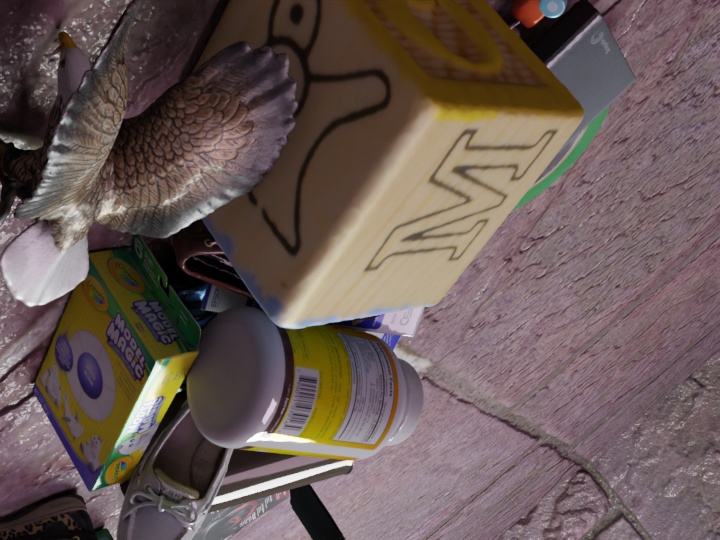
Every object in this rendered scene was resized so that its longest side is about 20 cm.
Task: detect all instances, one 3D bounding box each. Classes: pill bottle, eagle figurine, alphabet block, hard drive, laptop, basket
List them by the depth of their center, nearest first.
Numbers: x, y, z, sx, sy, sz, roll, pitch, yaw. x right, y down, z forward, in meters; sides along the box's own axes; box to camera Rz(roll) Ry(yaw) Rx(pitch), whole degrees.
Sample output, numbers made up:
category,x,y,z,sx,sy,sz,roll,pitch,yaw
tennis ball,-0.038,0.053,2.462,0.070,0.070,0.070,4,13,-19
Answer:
category,x,y,z,sx,sy,sz,roll,pitch,yaw
eagle figurine,-0.155,-0.077,0.670,0.152,0.198,0.153,59,43,-28
alphabet block,0.003,-0.102,0.790,0.195,0.196,0.201,-8,144,-50
pill bottle,-0.038,0.098,0.905,0.198,0.110,0.110,16,123,-46
hard drive,0.156,-0.141,1.006,0.200,0.033,0.139,-44,150,10
basket,-0.132,0.173,1.133,0.197,0.180,0.138,-18,117,-18
laptop,-0.033,0.241,1.313,0.178,0.102,0.202,94,16,-59

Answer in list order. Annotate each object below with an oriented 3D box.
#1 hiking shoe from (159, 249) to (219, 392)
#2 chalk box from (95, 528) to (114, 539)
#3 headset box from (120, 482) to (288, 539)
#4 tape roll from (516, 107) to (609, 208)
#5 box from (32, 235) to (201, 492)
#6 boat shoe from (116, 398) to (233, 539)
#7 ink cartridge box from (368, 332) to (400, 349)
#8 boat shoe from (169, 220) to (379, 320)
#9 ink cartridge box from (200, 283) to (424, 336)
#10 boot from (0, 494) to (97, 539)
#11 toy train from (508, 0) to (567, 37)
category,x,y,z,sx,sy,sz,roll,pitch,yaw
hiking shoe,-0.151,0.021,0.944,0.086,0.074,0.201,16,112,-54
chalk box,-0.325,0.392,1.260,0.123,0.125,0.201,-17,149,-37
headset box,-0.170,0.259,1.301,0.198,0.075,0.149,-30,154,-16
tape roll,0.165,-0.139,1.114,0.199,0.048,0.201,-31,154,-16
box,-0.201,0.075,0.899,0.048,0.118,0.201,-10,143,-46
boat shoe,-0.147,0.162,0.938,0.204,0.074,0.065,-58,178,-11
ink cartridge box,0.012,0.055,1.142,0.201,0.046,0.199,-58,166,-27
boat shoe,-0.058,0.004,0.852,0.198,0.071,0.071,19,126,-27
ink cartridge box,-0.031,-0.001,0.922,0.197,0.037,0.096,7,119,-24
boot,-0.339,0.329,1.100,0.198,0.151,0.074,-20,151,-34
toy train,0.113,-0.189,0.902,0.150,0.055,0.201,-37,-159,45
